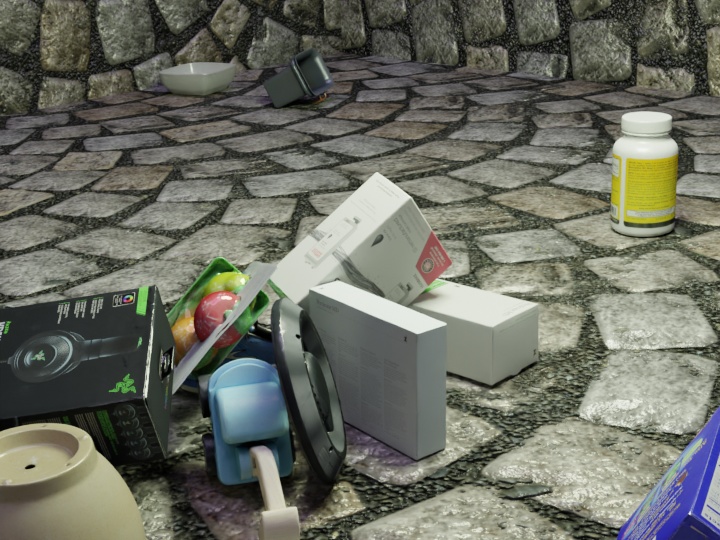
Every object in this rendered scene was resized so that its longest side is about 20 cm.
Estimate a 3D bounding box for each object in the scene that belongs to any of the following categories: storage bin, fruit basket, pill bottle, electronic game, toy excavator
[{"bbox_3d":[-0.177,-0.531,3.226,0.134,0.146,0.200,-25,11,24],"label":"storage bin"},{"bbox_3d":[-0.166,0.065,1.323,0.186,0.094,0.200,-51,18,-8],"label":"fruit basket"},{"bbox_3d":[0.495,-0.169,1.970,0.111,0.202,0.113,-2,19,1],"label":"pill bottle"},{"bbox_3d":[-0.057,0.126,1.207,0.041,0.202,0.200,-17,18,6],"label":"electronic game"},{"bbox_3d":[-0.108,0.185,1.168,0.099,0.196,0.200,-6,-9,-11],"label":"toy excavator"}]

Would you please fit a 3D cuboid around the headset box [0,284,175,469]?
[{"bbox_3d":[-0.289,0.116,1.180,0.198,0.093,0.175,-8,39,2],"label":"headset box"}]

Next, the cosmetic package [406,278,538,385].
[{"bbox_3d":[0.126,0.076,1.499,0.199,0.086,0.107,12,23,40],"label":"cosmetic package"}]

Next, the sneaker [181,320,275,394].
[{"bbox_3d":[-0.159,0.102,1.454,0.198,0.090,0.079,-7,19,-8],"label":"sneaker"}]

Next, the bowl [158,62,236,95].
[{"bbox_3d":[-0.503,-0.592,3.505,0.198,0.075,0.200,8,22,25],"label":"bowl"}]

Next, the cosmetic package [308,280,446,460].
[{"bbox_3d":[0.017,0.110,1.312,0.051,0.152,0.199,-17,24,-35],"label":"cosmetic package"}]

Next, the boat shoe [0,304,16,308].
[{"bbox_3d":[-0.490,0.076,1.596,0.199,0.073,0.071,10,27,37],"label":"boat shoe"}]

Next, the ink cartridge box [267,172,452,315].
[{"bbox_3d":[0.000,0.000,1.447,0.200,0.147,0.083,-43,44,-6],"label":"ink cartridge box"}]

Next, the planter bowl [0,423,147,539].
[{"bbox_3d":[-0.301,0.227,1.048,0.198,0.136,0.200,-3,19,1],"label":"planter bowl"}]

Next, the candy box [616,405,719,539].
[{"bbox_3d":[0.262,0.225,0.910,0.077,0.170,0.200,35,29,11],"label":"candy box"}]
